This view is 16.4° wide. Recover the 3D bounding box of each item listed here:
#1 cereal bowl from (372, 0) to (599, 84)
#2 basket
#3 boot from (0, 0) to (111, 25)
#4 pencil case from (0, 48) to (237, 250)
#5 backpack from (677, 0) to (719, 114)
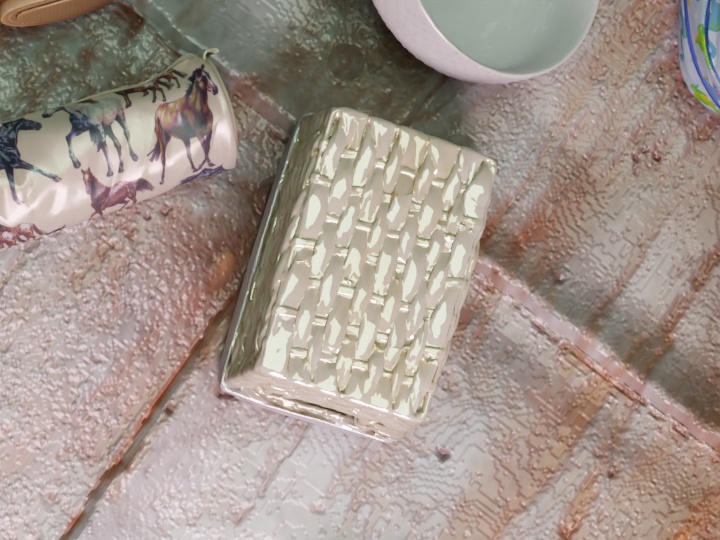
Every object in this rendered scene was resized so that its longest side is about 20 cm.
[{"bbox_3d":[0.069,-0.220,1.681,0.199,0.083,0.202,8,77,-39],"label":"cereal bowl"},{"bbox_3d":[0.000,0.000,1.643,0.135,0.123,0.201,17,81,-8],"label":"basket"},{"bbox_3d":[-0.182,-0.262,1.662,0.199,0.074,0.155,-29,90,-23],"label":"boot"},{"bbox_3d":[-0.177,-0.081,1.645,0.199,0.078,0.090,-20,107,-10],"label":"pencil case"},{"bbox_3d":[0.292,-0.195,1.715,0.162,0.154,0.201,17,94,-14],"label":"backpack"}]
